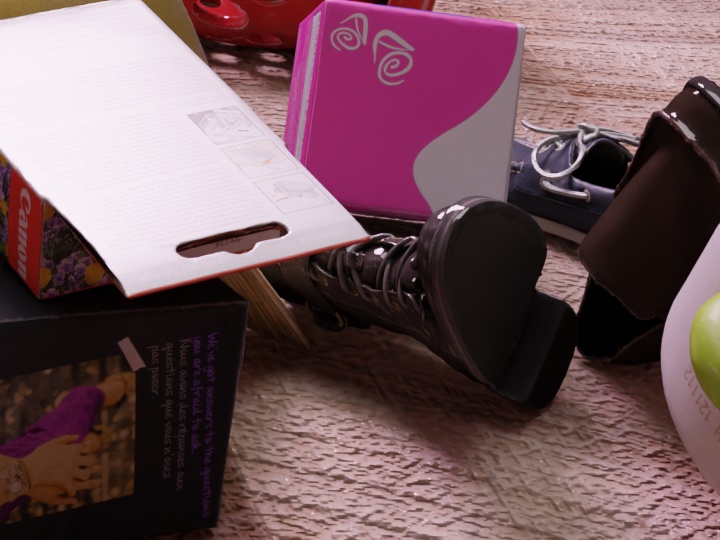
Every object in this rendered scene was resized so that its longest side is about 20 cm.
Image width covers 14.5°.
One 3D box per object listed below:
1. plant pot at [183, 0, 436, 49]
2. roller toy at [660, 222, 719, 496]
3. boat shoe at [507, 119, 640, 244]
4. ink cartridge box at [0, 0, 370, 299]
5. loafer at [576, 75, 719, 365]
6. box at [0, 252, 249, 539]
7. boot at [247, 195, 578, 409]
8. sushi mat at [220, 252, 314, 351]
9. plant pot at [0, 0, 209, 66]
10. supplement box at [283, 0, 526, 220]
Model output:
[{"bbox_3d":[-0.032,-0.229,1.764,0.182,0.201,0.200,16,21,-5],"label":"plant pot"},{"bbox_3d":[0.230,0.035,1.208,0.200,0.140,0.183,20,48,-5],"label":"roller toy"},{"bbox_3d":[0.127,-0.045,1.528,0.075,0.062,0.200,-10,27,-35],"label":"boat shoe"},{"bbox_3d":[-0.092,-0.035,1.111,0.109,0.050,0.200,-14,39,-28],"label":"ink cartridge box"},{"bbox_3d":[0.142,-0.010,1.314,0.071,0.200,0.073,-29,62,-22],"label":"loafer"},{"bbox_3d":[-0.162,0.043,1.126,0.200,0.106,0.122,-4,24,-32],"label":"box"},{"bbox_3d":[0.000,0.000,1.285,0.174,0.069,0.200,20,-15,21],"label":"boot"},{"bbox_3d":[-0.083,-0.013,1.267,0.096,0.012,0.200,21,-14,18],"label":"sushi mat"},{"bbox_3d":[-0.178,-0.089,1.389,0.142,0.200,0.200,-29,36,-20],"label":"plant pot"},{"bbox_3d":[0.017,-0.076,1.428,0.101,0.104,0.200,7,2,-5],"label":"supplement box"}]
